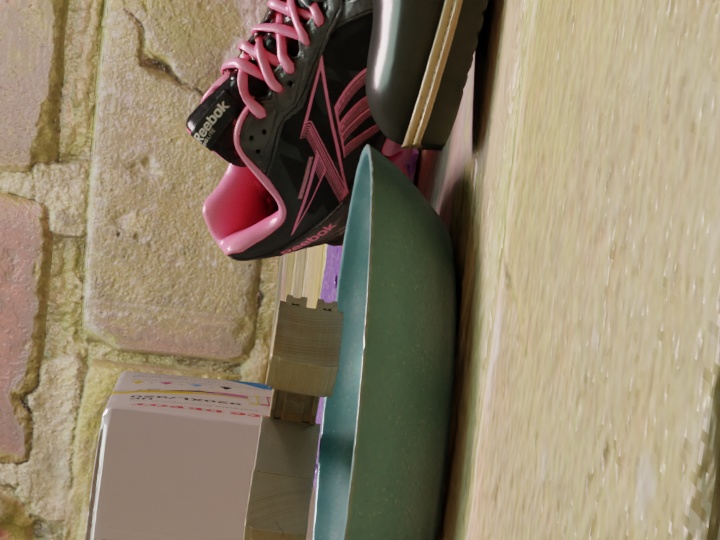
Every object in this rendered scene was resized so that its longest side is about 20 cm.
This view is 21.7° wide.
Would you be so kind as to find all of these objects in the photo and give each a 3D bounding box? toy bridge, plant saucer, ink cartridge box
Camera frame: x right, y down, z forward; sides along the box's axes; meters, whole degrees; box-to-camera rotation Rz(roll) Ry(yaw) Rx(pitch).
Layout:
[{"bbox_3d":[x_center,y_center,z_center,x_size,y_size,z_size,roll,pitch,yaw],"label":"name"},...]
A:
[{"bbox_3d":[-0.031,0.086,0.763,0.067,0.027,0.201,-85,3,-49],"label":"toy bridge"},{"bbox_3d":[0.008,0.055,0.696,0.200,0.036,0.202,-174,90,-87],"label":"plant saucer"},{"bbox_3d":[-0.091,0.149,1.166,0.200,0.146,0.146,-140,56,-85],"label":"ink cartridge box"}]

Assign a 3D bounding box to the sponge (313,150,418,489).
[{"bbox_3d":[0.000,0.000,0.930,0.112,0.030,0.201,-93,11,-59],"label":"sponge"}]

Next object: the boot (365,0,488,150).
[{"bbox_3d":[-0.020,-0.146,0.650,0.077,0.137,0.202,142,133,-85],"label":"boot"}]

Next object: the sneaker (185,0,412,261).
[{"bbox_3d":[-0.022,-0.077,0.759,0.079,0.095,0.201,56,149,38],"label":"sneaker"}]
